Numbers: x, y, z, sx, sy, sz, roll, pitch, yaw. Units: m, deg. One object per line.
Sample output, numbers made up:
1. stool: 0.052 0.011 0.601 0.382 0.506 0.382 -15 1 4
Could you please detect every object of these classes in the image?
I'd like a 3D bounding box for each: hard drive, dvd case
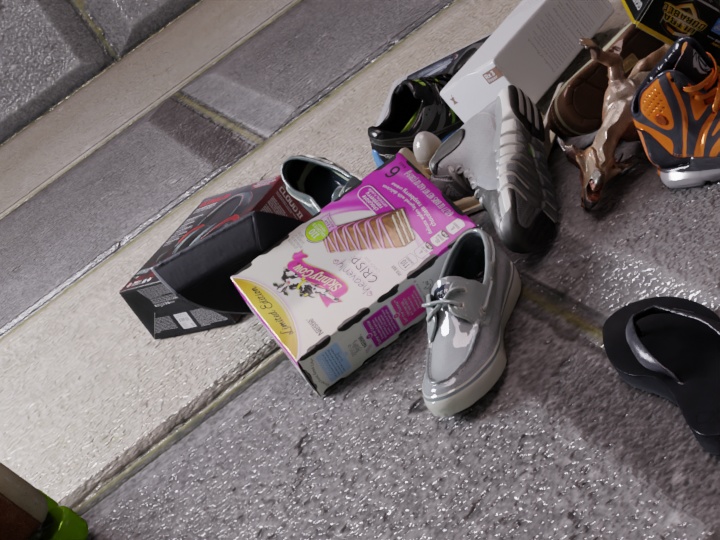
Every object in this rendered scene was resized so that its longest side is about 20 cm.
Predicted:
1. hard drive: -0.104 -0.003 1.409 0.134 0.043 0.200 -27 -16 17
2. dvd case: 0.114 -0.229 1.728 0.199 0.025 0.151 -24 24 26

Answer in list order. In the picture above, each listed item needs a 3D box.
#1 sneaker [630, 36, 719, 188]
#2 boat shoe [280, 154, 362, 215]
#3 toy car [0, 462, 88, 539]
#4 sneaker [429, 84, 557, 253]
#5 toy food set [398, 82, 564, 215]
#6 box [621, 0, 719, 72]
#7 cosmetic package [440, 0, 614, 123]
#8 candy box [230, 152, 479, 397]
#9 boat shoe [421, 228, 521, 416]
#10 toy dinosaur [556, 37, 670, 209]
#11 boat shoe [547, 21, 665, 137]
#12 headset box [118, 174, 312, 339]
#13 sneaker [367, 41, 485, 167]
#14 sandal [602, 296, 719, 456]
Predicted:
1. sneaker: 0.299 -0.135 1.135 0.199 0.112 0.078 -14 29 41
2. boat shoe: -0.012 -0.058 1.411 0.200 0.062 0.073 41 103 44
3. toy car: -0.373 0.252 1.259 0.200 0.164 0.158 -55 27 -16
4. sneaker: 0.114 -0.072 1.311 0.115 0.075 0.201 -29 35 29
5. toy food set: 0.110 -0.117 1.445 0.199 0.061 0.144 -22 24 31
6. box: 0.304 -0.227 1.263 0.049 0.159 0.200 -58 13 23
7. cosmetic package: 0.184 -0.240 1.564 0.200 0.074 0.102 -51 14 -33
8. candy box: 0.000 0.000 1.291 0.200 0.061 0.136 -38 47 -6
9. boat shoe: 0.079 0.036 1.151 0.070 0.072 0.201 -22 24 28
10. toy dinosaur: 0.247 -0.141 1.285 0.199 0.136 0.086 -23 47 -39
11. boat shoe: 0.258 -0.194 1.380 0.202 0.075 0.075 -30 -3 -18
12. headset box: -0.153 -0.022 1.606 0.148 0.075 0.200 -12 30 45
13. sneaker: 0.085 -0.189 1.591 0.200 0.083 0.071 -44 38 -19
14. sandal: 0.217 0.055 0.949 0.076 0.043 0.200 -35 21 -2
